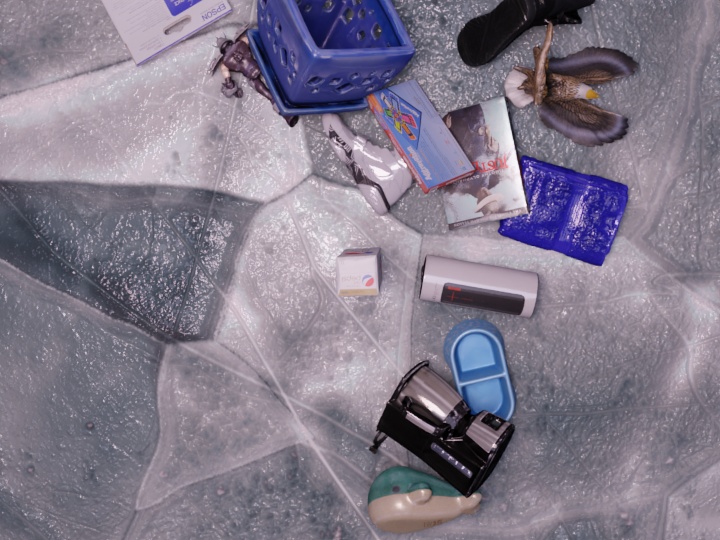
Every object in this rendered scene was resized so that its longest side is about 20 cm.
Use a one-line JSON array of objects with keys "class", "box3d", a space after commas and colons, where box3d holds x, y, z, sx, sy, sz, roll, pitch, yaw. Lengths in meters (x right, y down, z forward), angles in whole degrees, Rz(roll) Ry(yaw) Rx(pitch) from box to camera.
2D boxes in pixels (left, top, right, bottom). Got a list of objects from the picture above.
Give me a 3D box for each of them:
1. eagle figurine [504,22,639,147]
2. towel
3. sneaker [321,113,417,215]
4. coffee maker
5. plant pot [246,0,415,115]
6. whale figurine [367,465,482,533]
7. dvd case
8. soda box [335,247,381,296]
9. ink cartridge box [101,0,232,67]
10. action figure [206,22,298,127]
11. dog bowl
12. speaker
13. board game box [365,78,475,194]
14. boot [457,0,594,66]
[{"class": "eagle figurine", "box3d": [0.358, -0.301, 1.356, 0.152, 0.198, 0.152, -51, 49, 39]}, {"class": "towel", "box3d": [0.350, -0.103, 1.398, 0.198, 0.050, 0.149, 17, 95, 2]}, {"class": "sneaker", "box3d": [0.023, -0.206, 1.398, 0.114, 0.075, 0.201, -33, 96, 4]}, {"class": "coffee maker", "box3d": [0.140, 0.283, 1.383, 0.199, 0.134, 0.193, 36, 139, 20]}, {"class": "plant pot", "box3d": [-0.062, -0.360, 1.294, 0.198, 0.180, 0.202, -12, 67, -34]}, {"class": "whale figurine", "box3d": [0.110, 0.392, 1.418, 0.197, 0.160, 0.105, -8, 56, 3]}, {"class": "dvd case", "box3d": [0.200, -0.181, 1.391, 0.144, 0.022, 0.202, -11, 93, 21]}, {"class": "soda box", "box3d": [0.000, 0.000, 1.349, 0.067, 0.200, 0.065, -3, 94, 3]}, {"class": "ink cartridge box", "box3d": [-0.349, -0.487, 1.409, 0.196, 0.047, 0.201, -28, 94, 3]}, {"class": "action figure", "box3d": [-0.178, -0.338, 1.402, 0.200, 0.069, 0.130, 41, 103, 3]}, {"class": "dog bowl", "box3d": [0.212, 0.187, 1.429, 0.110, 0.050, 0.202, -13, 93, 4]}, {"class": "speaker", "box3d": [0.201, 0.026, 1.402, 0.198, 0.081, 0.082, 10, 95, 2]}, {"class": "board game box", "box3d": [0.099, -0.228, 1.363, 0.102, 0.019, 0.201, -22, 72, -25]}, {"class": "boot", "box3d": [0.277, -0.412, 1.354, 0.167, 0.200, 0.077, -19, 86, -30]}]
